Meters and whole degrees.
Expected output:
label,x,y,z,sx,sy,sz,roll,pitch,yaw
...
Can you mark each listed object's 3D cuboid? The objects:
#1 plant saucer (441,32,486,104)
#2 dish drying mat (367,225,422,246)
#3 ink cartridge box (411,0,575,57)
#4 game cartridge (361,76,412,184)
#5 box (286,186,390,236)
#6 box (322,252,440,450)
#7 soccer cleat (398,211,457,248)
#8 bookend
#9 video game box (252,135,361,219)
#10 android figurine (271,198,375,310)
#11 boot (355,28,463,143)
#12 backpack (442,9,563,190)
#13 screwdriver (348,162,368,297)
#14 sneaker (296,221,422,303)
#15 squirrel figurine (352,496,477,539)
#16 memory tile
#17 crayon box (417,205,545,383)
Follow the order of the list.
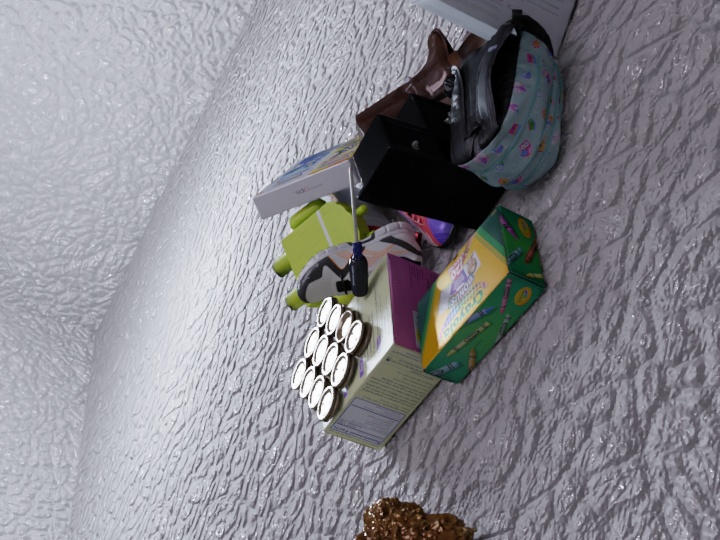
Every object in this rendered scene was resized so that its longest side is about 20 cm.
label,x,y,z,sx,sy,sz,roll,pitch,yaw
plant saucer,0.173,-0.280,1.618,0.201,0.032,0.203,-52,28,41
dish drying mat,0.005,-0.032,1.675,0.197,0.018,0.078,8,90,36
ink cartridge box,0.195,-0.405,1.442,0.178,0.197,0.084,-69,20,0
game cartridge,0.062,-0.220,1.839,0.202,0.038,0.130,-62,26,19
box,-0.042,-0.058,1.843,0.154,0.105,0.200,-64,22,14
box,0.032,0.116,1.516,0.201,0.095,0.178,-53,26,35
soccer cleat,0.089,-0.089,1.592,0.069,0.072,0.200,-63,22,13
bookend,0.077,-0.173,1.478,0.093,0.196,0.202,-57,35,34
video game box,-0.055,-0.162,1.750,0.197,0.047,0.183,-19,19,31
android figurine,-0.053,-0.026,1.682,0.199,0.041,0.184,-38,65,29
boot,0.064,-0.273,1.632,0.199,0.064,0.187,-36,25,9
backpack,0.187,-0.207,1.383,0.167,0.125,0.203,-44,30,49
screwdriver,-0.005,-0.052,1.465,0.029,0.027,0.203,-117,20,-54
sneaker,0.000,0.000,1.569,0.197,0.074,0.081,-26,53,-2
squirrel figurine,0.051,0.362,1.199,0.186,0.140,0.203,33,104,62
memory tile,-0.045,0.123,1.543,0.156,0.017,0.200,-68,20,4
crayon box,0.147,0.033,1.357,0.201,0.057,0.120,-53,26,37
